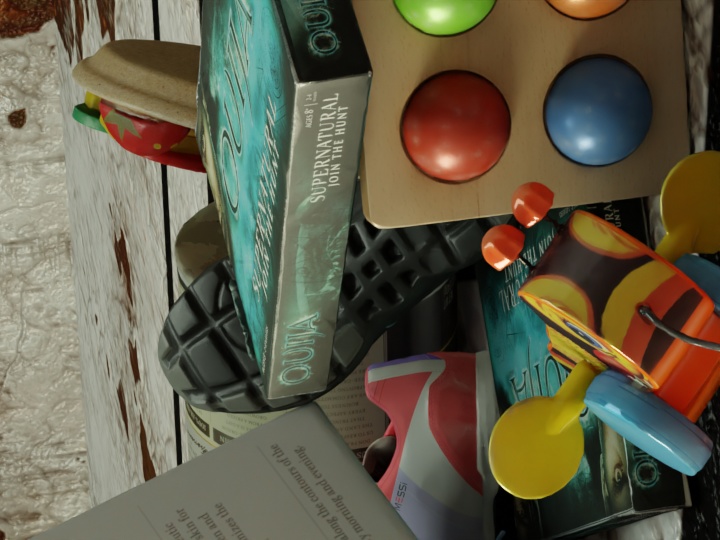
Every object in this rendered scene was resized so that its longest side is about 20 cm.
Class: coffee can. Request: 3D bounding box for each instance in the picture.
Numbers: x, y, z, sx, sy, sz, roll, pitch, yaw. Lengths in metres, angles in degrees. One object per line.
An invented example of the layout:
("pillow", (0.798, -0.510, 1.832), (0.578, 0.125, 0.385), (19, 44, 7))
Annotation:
("coffee can", (-0.020, 0.073, 1.514), (0.146, 0.146, 0.200), (-116, 22, -59))

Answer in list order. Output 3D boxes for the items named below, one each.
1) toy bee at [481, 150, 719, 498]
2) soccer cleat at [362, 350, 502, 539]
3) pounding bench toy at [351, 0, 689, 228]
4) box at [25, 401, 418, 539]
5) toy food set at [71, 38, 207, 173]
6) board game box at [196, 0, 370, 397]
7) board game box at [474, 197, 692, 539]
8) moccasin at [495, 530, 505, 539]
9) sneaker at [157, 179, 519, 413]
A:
("toy bee", (0.093, 0.008, 0.985), (0.131, 0.109, 0.200), (-54, 0, -27))
("soccer cleat", (0.034, 0.115, 1.429), (0.068, 0.073, 0.200), (-87, 1, -46))
("pounding bench toy", (0.043, -0.131, 1.104), (0.156, 0.124, 0.200), (-136, 40, -73))
("box", (-0.036, 0.212, 1.281), (0.199, 0.171, 0.200), (51, 158, 39))
("toy food set", (-0.046, -0.071, 1.432), (0.198, 0.200, 0.049), (-133, 54, -71))
("board game box", (-0.033, -0.062, 1.092), (0.200, 0.028, 0.135), (98, 159, -54))
("board game box", (0.091, 0.044, 1.231), (0.200, 0.028, 0.135), (134, 129, -76))
("moccasin", (0.067, 0.158, 1.325), (0.200, 0.068, 0.081), (138, 123, -77))
("sneaker", (0.000, 0.000, 1.300), (0.075, 0.200, 0.079), (58, -163, -1))
